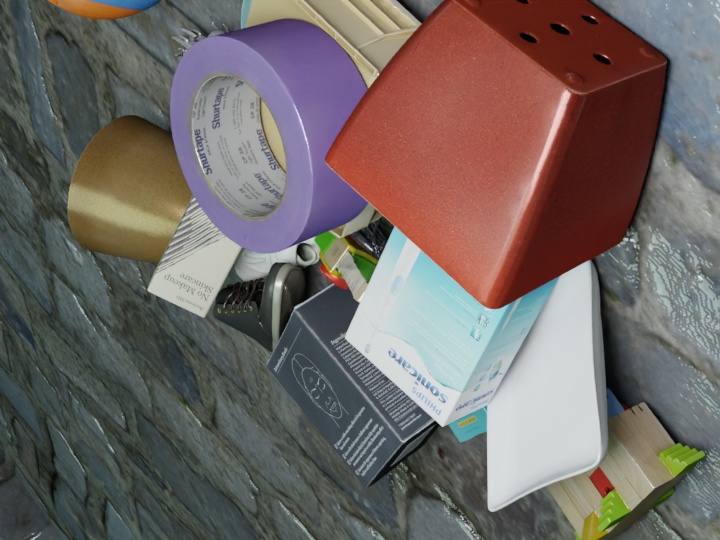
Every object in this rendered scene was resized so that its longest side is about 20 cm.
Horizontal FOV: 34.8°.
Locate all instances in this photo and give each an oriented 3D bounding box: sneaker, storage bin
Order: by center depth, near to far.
[{"bbox_3d":[-0.028,-0.170,1.101,0.199,0.094,0.200,46,137,22],"label":"storage bin"},{"bbox_3d":[-0.131,0.038,1.405,0.106,0.075,0.200,24,152,7],"label":"sneaker"},{"bbox_3d":[-0.097,-0.023,1.405,0.080,0.070,0.200,49,146,9],"label":"sneaker"}]

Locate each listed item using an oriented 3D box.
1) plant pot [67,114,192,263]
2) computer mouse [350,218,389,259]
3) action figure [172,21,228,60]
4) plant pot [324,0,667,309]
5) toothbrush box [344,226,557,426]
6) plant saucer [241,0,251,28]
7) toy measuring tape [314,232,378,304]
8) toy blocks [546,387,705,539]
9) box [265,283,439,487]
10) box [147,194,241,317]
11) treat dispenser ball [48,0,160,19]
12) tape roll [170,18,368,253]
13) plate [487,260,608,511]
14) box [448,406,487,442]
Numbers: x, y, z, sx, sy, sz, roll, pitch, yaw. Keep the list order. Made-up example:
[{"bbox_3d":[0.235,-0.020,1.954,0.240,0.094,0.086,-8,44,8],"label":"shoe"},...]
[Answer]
[{"bbox_3d":[-0.236,-0.080,1.466,0.200,0.186,0.187,22,135,22],"label":"plant pot"},{"bbox_3d":[0.043,-0.091,1.169,0.110,0.044,0.200,46,137,26],"label":"computer mouse"},{"bbox_3d":[-0.172,-0.208,1.360,0.130,0.069,0.200,47,143,31],"label":"action figure"},{"bbox_3d":[0.126,-0.121,0.921,0.200,0.200,0.176,44,133,22],"label":"plant pot"},{"bbox_3d":[0.090,0.026,1.121,0.146,0.085,0.200,40,123,27],"label":"toothbrush box"},{"bbox_3d":[-0.054,-0.225,1.218,0.200,0.027,0.200,33,139,34],"label":"plant saucer"},{"bbox_3d":[0.000,0.000,1.258,0.200,0.073,0.074,-126,19,-63],"label":"toy measuring tape"},{"bbox_3d":[0.231,0.177,1.118,0.137,0.100,0.200,57,150,24],"label":"toy blocks"},{"bbox_3d":[0.001,0.129,1.361,0.200,0.107,0.148,49,147,13],"label":"box"},{"bbox_3d":[-0.171,-0.052,1.348,0.082,0.068,0.200,25,111,-9],"label":"box"},{"bbox_3d":[-0.279,-0.373,1.239,0.201,0.201,0.201,34,140,34],"label":"treat dispenser ball"},{"bbox_3d":[-0.081,-0.122,1.044,0.200,0.085,0.200,26,127,40],"label":"tape roll"},{"bbox_3d":[0.179,0.113,1.091,0.200,0.032,0.200,133,144,-57],"label":"plate"},{"bbox_3d":[0.089,0.085,1.259,0.200,0.049,0.082,56,148,4],"label":"box"}]
